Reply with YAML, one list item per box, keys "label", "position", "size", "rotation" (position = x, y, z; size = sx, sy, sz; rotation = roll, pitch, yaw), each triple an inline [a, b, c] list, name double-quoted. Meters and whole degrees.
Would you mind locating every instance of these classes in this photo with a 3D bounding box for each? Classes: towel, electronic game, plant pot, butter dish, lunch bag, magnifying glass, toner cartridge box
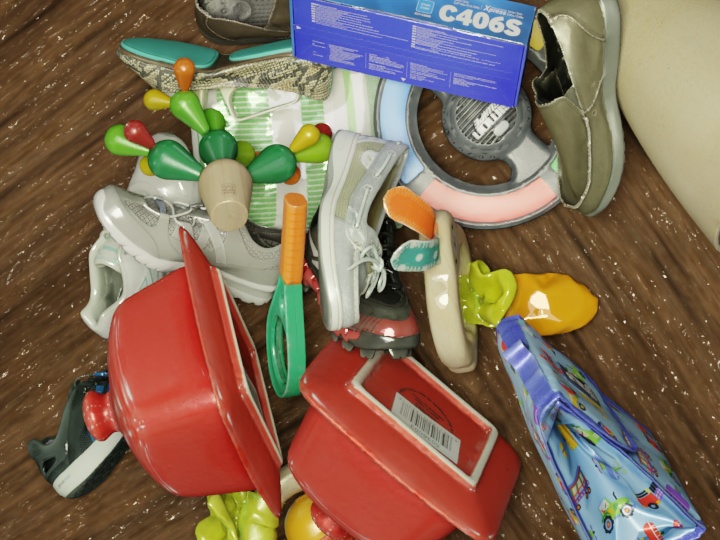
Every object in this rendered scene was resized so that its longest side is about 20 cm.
- label: "towel"
  position: [-0.057, -0.105, 1.393]
  size: [0.200, 0.023, 0.153]
  rotation: [-6, 88, 13]
- label: "electronic game"
  position: [0.111, -0.135, 1.338]
  size: [0.200, 0.042, 0.200]
  rotation: [0, 89, 5]
- label: "plant pot"
  position: [0.292, -0.151, 1.251]
  size: [0.187, 0.187, 0.200]
  rotation: [-45, 66, 9]
- label: "butter dish"
  position: [0.015, 0.167, 1.289]
  size: [0.200, 0.199, 0.148]
  rotation: [40, 109, 1]
- label: "lunch bag"
  position: [0.171, 0.131, 1.234]
  size: [0.094, 0.151, 0.200]
  rotation: [-35, 114, 9]
- label: "magnifying glass"
  position: [-0.063, 0.024, 1.334]
  size: [0.022, 0.080, 0.200]
  rotation: [-4, 124, -18]
- label: "butter dish"
  position: [-0.159, 0.103, 1.272]
  size: [0.148, 0.200, 0.200]
  rotation: [-18, 53, 0]
- label: "toner cartridge box"
  position: [0.042, -0.199, 1.280]
  size: [0.200, 0.095, 0.043]
  rotation: [14, 63, 6]

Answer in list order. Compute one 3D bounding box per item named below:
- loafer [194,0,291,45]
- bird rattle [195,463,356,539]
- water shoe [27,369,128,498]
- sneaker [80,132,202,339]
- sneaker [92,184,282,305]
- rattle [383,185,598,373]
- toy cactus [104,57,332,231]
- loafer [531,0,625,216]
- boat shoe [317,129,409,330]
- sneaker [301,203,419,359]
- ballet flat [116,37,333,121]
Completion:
- label: "loafer"
  position: [-0.059, -0.239, 1.369]
  size: [0.200, 0.071, 0.073]
  rotation: [-9, 88, 12]
- label: "bird rattle"
  position: [-0.052, 0.248, 1.354]
  size: [0.163, 0.113, 0.200]
  rotation: [-34, 85, -7]
- label: "water shoe"
  position: [-0.231, 0.119, 1.405]
  size: [0.079, 0.072, 0.200]
  rotation: [43, 98, 12]
- label: "sneaker"
  position: [-0.200, -0.029, 1.388]
  size: [0.070, 0.080, 0.200]
  rotation: [11, 90, 35]
- label: "sneaker"
  position: [-0.142, -0.041, 1.337]
  size: [0.082, 0.200, 0.075]
  rotation: [-52, 41, 21]
- label: "rattle"
  position: [0.109, 0.000, 1.265]
  size: [0.143, 0.200, 0.130]
  rotation: [9, 53, 21]
- label: "toy cactus"
  position: [-0.113, -0.099, 1.297]
  size: [0.200, 0.165, 0.102]
  rotation: [10, 124, -18]
- label: "loafer"
  position: [0.171, -0.139, 1.258]
  size: [0.070, 0.075, 0.200]
  rotation: [-12, 113, -18]
- label: "boat shoe"
  position: [0.001, -0.036, 1.234]
  size: [0.065, 0.202, 0.074]
  rotation: [3, 135, 4]
- label: "sneaker"
  position: [0.000, 0.000, 1.293]
  size: [0.071, 0.200, 0.098]
  rotation: [2, 116, -23]
- label: "ballet flat"
  position: [-0.122, -0.170, 1.371]
  size: [0.200, 0.068, 0.075]
  rotation: [1, 113, 10]
